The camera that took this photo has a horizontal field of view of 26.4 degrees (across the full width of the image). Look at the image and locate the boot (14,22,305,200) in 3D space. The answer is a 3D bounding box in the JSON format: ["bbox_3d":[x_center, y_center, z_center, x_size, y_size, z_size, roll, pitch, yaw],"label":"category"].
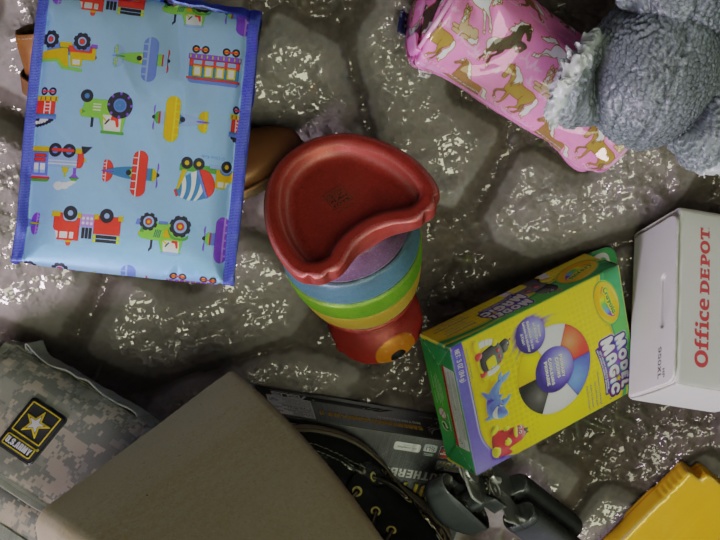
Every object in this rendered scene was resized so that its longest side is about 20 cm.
[{"bbox_3d":[-0.146,-0.123,1.115,0.199,0.077,0.156,-10,112,1],"label":"boot"}]

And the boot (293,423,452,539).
[{"bbox_3d":[0.012,0.212,1.195,0.073,0.151,0.200,-44,117,9],"label":"boot"}]

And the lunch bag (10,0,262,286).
[{"bbox_3d":[-0.149,-0.101,1.043,0.150,0.094,0.201,6,100,-5],"label":"lunch bag"}]

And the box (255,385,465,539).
[{"bbox_3d":[-0.012,0.190,1.292,0.199,0.048,0.159,11,111,-16],"label":"box"}]

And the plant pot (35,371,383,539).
[{"bbox_3d":[-0.090,0.231,1.103,0.200,0.177,0.201,-37,142,-39],"label":"plant pot"}]

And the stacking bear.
[{"bbox_3d":[0.000,0.000,1.155,0.121,0.114,0.200,-31,146,-10],"label":"stacking bear"}]

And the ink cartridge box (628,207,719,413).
[{"bbox_3d":[0.323,0.042,1.241,0.199,0.084,0.146,10,73,-16],"label":"ink cartridge box"}]

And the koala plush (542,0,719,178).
[{"bbox_3d":[0.212,-0.176,1.072,0.176,0.184,0.201,19,91,-18],"label":"koala plush"}]

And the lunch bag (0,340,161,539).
[{"bbox_3d":[-0.241,0.169,1.162,0.117,0.163,0.201,0,113,-61],"label":"lunch bag"}]

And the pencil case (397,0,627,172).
[{"bbox_3d":[0.125,-0.150,1.147,0.199,0.083,0.087,28,130,-23],"label":"pencil case"}]

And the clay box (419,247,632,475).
[{"bbox_3d":[0.149,0.068,1.231,0.199,0.048,0.116,-24,114,-25],"label":"clay box"}]

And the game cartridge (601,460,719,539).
[{"bbox_3d":[0.289,0.287,1.415,0.176,0.032,0.200,39,99,-25],"label":"game cartridge"}]

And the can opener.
[{"bbox_3d":[0.122,0.206,1.300,0.067,0.054,0.200,-27,140,21],"label":"can opener"}]
